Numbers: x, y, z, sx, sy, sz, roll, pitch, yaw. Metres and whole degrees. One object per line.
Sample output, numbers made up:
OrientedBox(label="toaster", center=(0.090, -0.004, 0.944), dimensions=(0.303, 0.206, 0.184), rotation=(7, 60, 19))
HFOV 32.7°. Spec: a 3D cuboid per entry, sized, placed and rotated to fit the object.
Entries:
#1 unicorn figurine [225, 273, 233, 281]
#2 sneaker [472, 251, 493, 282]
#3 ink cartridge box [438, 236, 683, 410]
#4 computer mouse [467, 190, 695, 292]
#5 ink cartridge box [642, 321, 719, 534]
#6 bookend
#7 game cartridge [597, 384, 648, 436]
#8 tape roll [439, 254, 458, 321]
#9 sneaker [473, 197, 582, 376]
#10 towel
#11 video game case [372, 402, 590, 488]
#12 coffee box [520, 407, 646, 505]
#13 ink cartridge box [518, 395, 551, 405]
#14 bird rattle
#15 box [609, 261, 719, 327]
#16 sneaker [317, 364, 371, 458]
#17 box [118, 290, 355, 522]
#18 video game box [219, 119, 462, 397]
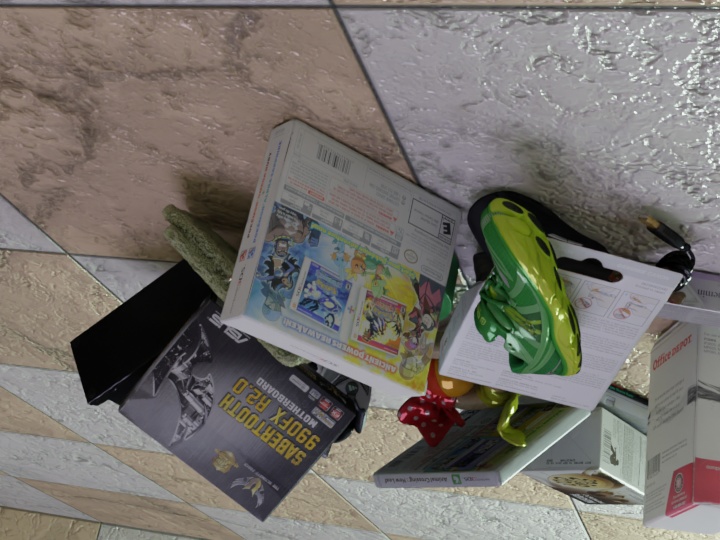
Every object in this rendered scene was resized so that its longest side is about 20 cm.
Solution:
OrientedBox(label="unicorn figurine", center=(-0.034, 0.007, 1.161), dimensions=(0.199, 0.074, 0.138), rotation=(1, 155, -11))
OrientedBox(label="sneaker", center=(0.156, 0.054, 1.257), dimensions=(0.075, 0.091, 0.200), rotation=(-4, 155, 25))
OrientedBox(label="ink cartridge box", center=(0.177, 0.038, 1.118), dimensions=(0.161, 0.057, 0.201), rotation=(14, 130, -8))
OrientedBox(label="computer mouse", center=(0.198, -0.014, 1.090), dimensions=(0.199, 0.046, 0.140), rotation=(33, 137, -18))
OrientedBox(label="ink cartridge box", center=(0.352, 0.156, 1.253), dimensions=(0.084, 0.201, 0.146), rotation=(8, 159, -5))
OrientedBox(label="bookend", center=(-0.188, 0.098, 1.418), dimensions=(0.198, 0.092, 0.200), rotation=(-35, 142, 11))
OrientedBox(label="game cartridge", center=(0.310, 0.181, 1.569), dimensions=(0.199, 0.039, 0.129), rotation=(24, 152, -27))
OrientedBox(label="tape roll", center=(0.000, 0.000, 1.266), dimensions=(0.199, 0.048, 0.201), rotation=(11, 159, 4))
OrientedBox(label="sneaker", center=(0.131, 0.027, 1.027), dimensions=(0.083, 0.074, 0.201), rotation=(-14, 132, 14))
OrientedBox(label="towel", center=(-0.119, 0.016, 1.230), dimensions=(0.200, 0.036, 0.148), rotation=(48, -178, 4))
OrientedBox(label="video game case", center=(0.141, 0.200, 1.415), dimensions=(0.181, 0.022, 0.200), rotation=(-10, -169, 43))
OrientedBox(label="coffee box", center=(0.293, 0.237, 1.547), dimensions=(0.112, 0.080, 0.200), rotation=(-7, 155, 34))
OrientedBox(label="ink cartridge box", center=(0.142, 0.113, 1.469), dimensions=(0.199, 0.051, 0.109), rotation=(20, 158, -16))
OrientedBox(label="bird rattle", center=(0.108, 0.117, 1.359), dimensions=(0.199, 0.113, 0.163), rotation=(4, 143, 43))
OrientedBox(label="box", center=(0.309, 0.024, 1.169), dimensions=(0.199, 0.039, 0.041), rotation=(10, 159, 7))
OrientedBox(label="sneaker", center=(-0.032, 0.164, 1.494), dimensions=(0.077, 0.141, 0.200), rotation=(12, 156, -3))
OrientedBox(label="box", center=(-0.129, 0.144, 1.299), dimensions=(0.200, 0.159, 0.048), rotation=(40, -172, -10))
OrientedBox(label="video game box", center=(-0.010, -0.006, 1.073), dimensions=(0.199, 0.183, 0.047), rotation=(26, 154, -30))
